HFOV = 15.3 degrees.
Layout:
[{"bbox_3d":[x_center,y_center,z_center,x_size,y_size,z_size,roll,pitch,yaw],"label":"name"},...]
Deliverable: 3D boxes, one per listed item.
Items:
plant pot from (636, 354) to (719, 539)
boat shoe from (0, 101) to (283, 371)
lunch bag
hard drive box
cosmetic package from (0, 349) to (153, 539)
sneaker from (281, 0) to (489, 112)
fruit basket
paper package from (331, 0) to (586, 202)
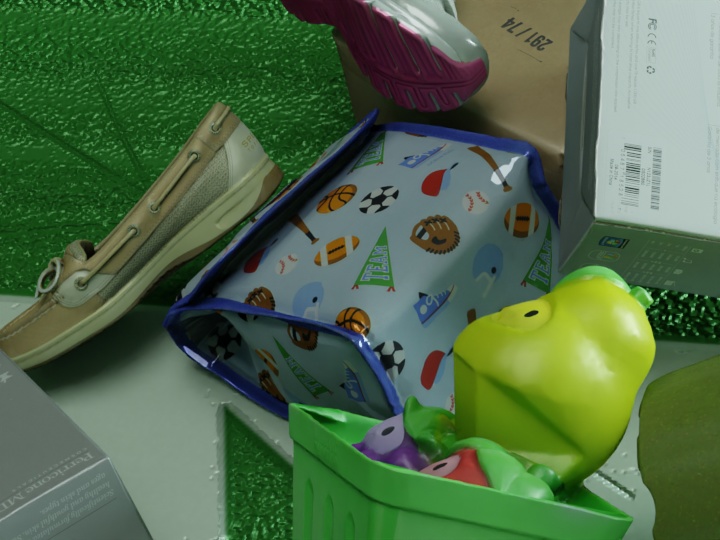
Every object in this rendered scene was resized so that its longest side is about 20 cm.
[{"bbox_3d":[0.245,0.098,1.332,0.189,0.200,0.201,-13,44,22],"label":"plant pot"},{"bbox_3d":[-0.140,-0.016,1.574,0.200,0.063,0.073,-36,10,10],"label":"boat shoe"},{"bbox_3d":[0.000,0.000,1.522,0.170,0.124,0.200,-45,35,-24],"label":"lunch bag"},{"bbox_3d":[0.215,-0.066,1.469,0.199,0.077,0.157,9,66,-8],"label":"hard drive box"},{"bbox_3d":[-0.197,0.123,1.447,0.107,0.090,0.200,-32,26,-16],"label":"cosmetic package"},{"bbox_3d":[0.020,-0.168,1.554,0.088,0.082,0.200,-33,49,-13],"label":"sneaker"},{"bbox_3d":[0.058,0.085,1.333,0.155,0.216,0.216,14,44,-16],"label":"fruit basket"},{"bbox_3d":[0.116,-0.124,1.613,0.200,0.104,0.191,29,60,36],"label":"paper package"}]
